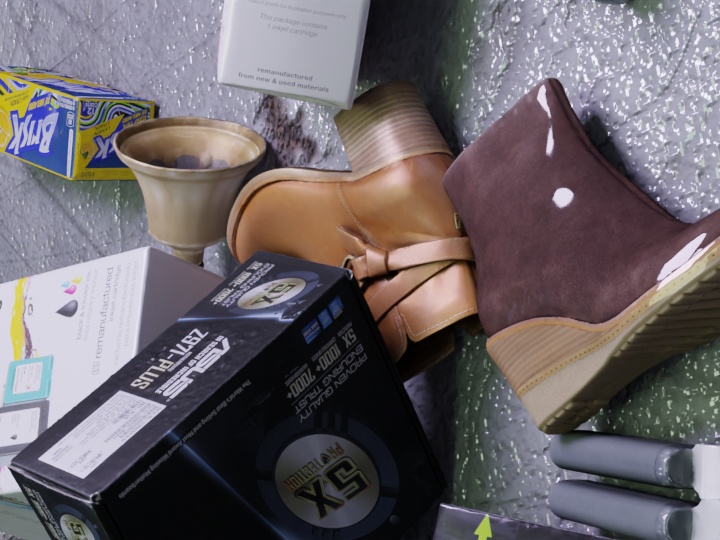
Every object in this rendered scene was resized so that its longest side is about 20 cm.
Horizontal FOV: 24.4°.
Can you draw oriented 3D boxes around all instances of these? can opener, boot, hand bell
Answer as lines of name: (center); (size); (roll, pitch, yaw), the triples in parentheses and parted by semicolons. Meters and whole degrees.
can opener: (0.160, 0.108, 0.798); (0.200, 0.066, 0.053); (-2, 84, 62)
boot: (0.119, -0.031, 0.835); (0.200, 0.072, 0.167); (-43, 55, 42)
boot: (0.000, 0.000, 1.007); (0.200, 0.076, 0.156); (-36, 65, 39)
hand bell: (-0.120, 0.004, 1.165); (0.104, 0.104, 0.201); (34, 129, 48)

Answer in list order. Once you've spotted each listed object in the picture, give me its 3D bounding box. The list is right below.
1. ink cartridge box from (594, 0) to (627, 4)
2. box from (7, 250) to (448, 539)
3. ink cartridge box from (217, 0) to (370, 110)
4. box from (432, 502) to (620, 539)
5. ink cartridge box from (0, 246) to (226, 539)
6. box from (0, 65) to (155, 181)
ink cartridge box: (0.117, -0.263, 0.870); (0.160, 0.047, 0.201); (46, 119, 44)
box: (-0.067, 0.115, 0.923); (0.086, 0.200, 0.165); (12, 134, 47)
ink cartridge box: (-0.031, -0.209, 0.984); (0.146, 0.084, 0.201); (-112, 32, -76)
box: (0.085, 0.227, 0.824); (0.142, 0.036, 0.201); (7, 79, 29)
ink cartridge box: (-0.163, 0.090, 1.074); (0.199, 0.146, 0.148); (-13, 64, 38)
box: (-0.240, -0.119, 1.319); (0.200, 0.070, 0.065); (20, 108, 52)
